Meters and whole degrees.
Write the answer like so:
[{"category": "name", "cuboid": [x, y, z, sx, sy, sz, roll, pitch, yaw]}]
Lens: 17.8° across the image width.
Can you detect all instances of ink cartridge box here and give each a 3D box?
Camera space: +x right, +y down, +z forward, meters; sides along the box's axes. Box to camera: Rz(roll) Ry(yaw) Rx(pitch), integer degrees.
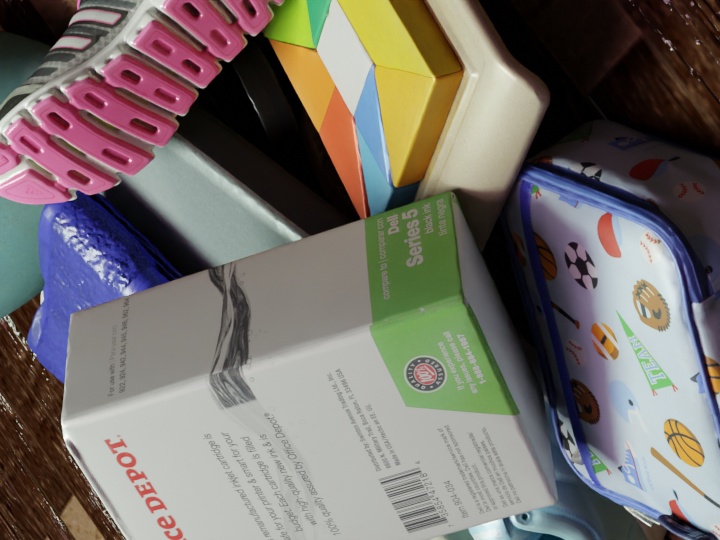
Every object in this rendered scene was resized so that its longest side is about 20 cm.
[{"category": "ink cartridge box", "cuboid": [-0.024, 0.066, 1.095, 0.084, 0.200, 0.146, -94, -17, -49]}]

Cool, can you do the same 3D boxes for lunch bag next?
[{"category": "lunch bag", "cuboid": [0.138, 0.034, 1.079, 0.160, 0.076, 0.200, 24, 136, 50]}]

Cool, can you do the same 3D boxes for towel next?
[{"category": "towel", "cuboid": [-0.101, 0.055, 1.260, 0.200, 0.050, 0.148, 43, 146, 20]}]

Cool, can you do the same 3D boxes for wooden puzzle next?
[{"category": "wooden puzzle", "cuboid": [0.005, -0.104, 1.097, 0.200, 0.037, 0.185, 57, 152, 22]}]

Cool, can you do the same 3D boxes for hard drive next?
[{"category": "hard drive", "cuboid": [-0.070, -0.022, 1.216, 0.200, 0.033, 0.140, 37, 151, 27]}]

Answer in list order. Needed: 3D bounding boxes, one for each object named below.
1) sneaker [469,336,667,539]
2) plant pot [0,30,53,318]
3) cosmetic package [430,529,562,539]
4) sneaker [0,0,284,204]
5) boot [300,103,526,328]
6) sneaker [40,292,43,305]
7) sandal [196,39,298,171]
[{"category": "sneaker", "cuboid": [0.078, 0.100, 1.183, 0.200, 0.082, 0.074, 45, 146, -14]}, {"category": "plant pot", "cuboid": [-0.232, -0.074, 1.475, 0.135, 0.200, 0.200, -19, 104, 27]}, {"category": "cosmetic package", "cuboid": [0.060, 0.149, 1.269, 0.200, 0.073, 0.104, 47, 152, -12]}, {"category": "sneaker", "cuboid": [-0.119, -0.116, 1.152, 0.074, 0.200, 0.087, 32, -157, -39]}, {"category": "boot", "cuboid": [0.000, 0.000, 1.276, 0.175, 0.066, 0.200, 56, 153, 5]}, {"category": "sneaker", "cuboid": [-0.125, 0.064, 1.539, 0.146, 0.081, 0.200, -30, 89, 54]}, {"category": "sandal", "cuboid": [-0.072, -0.086, 1.262, 0.075, 0.048, 0.200, 63, 174, 3]}]
